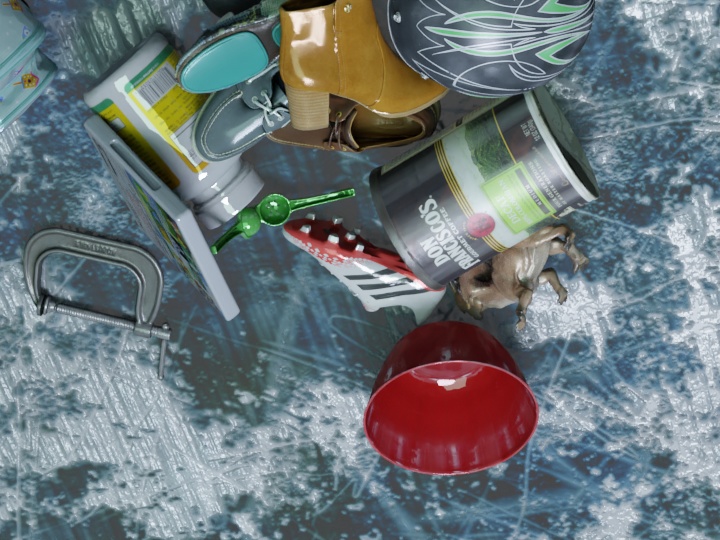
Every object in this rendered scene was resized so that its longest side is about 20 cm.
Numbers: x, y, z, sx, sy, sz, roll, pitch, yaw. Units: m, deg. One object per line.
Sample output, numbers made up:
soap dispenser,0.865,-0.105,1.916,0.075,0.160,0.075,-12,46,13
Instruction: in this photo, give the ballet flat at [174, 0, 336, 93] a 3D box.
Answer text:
ballet flat,-0.104,-0.247,1.518,0.198,0.074,0.075,-24,113,-3

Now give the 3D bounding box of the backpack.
backpack,-0.407,-0.216,1.527,0.176,0.200,0.154,-44,105,-11

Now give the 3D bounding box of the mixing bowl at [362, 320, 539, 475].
mixing bowl,0.099,0.130,1.681,0.198,0.109,0.201,-1,136,-1

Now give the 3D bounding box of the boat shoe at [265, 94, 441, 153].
boat shoe,-0.014,-0.163,1.586,0.198,0.068,0.073,-1,117,10

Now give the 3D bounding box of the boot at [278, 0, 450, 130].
boot,0.010,-0.229,1.496,0.199,0.071,0.145,-17,128,-24

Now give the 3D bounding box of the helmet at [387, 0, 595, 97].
helmet,0.129,-0.262,1.439,0.198,0.191,0.202,4,118,7

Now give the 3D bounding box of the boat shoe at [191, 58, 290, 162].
boat shoe,-0.094,-0.185,1.542,0.200,0.062,0.073,-39,108,-8

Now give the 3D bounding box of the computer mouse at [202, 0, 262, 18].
computer mouse,-0.185,-0.341,1.509,0.139,0.046,0.202,-9,116,12

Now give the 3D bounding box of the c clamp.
c clamp,-0.314,0.036,1.765,0.198,0.027,0.172,18,119,0

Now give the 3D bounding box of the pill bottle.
pill bottle,-0.197,-0.147,1.601,0.112,0.113,0.200,-33,108,23

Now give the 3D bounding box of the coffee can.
coffee can,0.129,-0.091,1.548,0.199,0.147,0.147,-30,109,18

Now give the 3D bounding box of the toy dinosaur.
toy dinosaur,0.169,-0.021,1.628,0.135,0.086,0.201,35,105,31

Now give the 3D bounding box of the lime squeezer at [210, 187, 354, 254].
lime squeezer,-0.102,-0.055,1.625,0.070,0.199,0.038,28,130,40

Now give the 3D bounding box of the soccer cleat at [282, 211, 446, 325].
soccer cleat,0.000,0.000,1.671,0.198,0.069,0.086,19,116,-5

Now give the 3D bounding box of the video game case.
video game case,-0.212,-0.055,1.589,0.022,0.182,0.201,-38,148,-13
